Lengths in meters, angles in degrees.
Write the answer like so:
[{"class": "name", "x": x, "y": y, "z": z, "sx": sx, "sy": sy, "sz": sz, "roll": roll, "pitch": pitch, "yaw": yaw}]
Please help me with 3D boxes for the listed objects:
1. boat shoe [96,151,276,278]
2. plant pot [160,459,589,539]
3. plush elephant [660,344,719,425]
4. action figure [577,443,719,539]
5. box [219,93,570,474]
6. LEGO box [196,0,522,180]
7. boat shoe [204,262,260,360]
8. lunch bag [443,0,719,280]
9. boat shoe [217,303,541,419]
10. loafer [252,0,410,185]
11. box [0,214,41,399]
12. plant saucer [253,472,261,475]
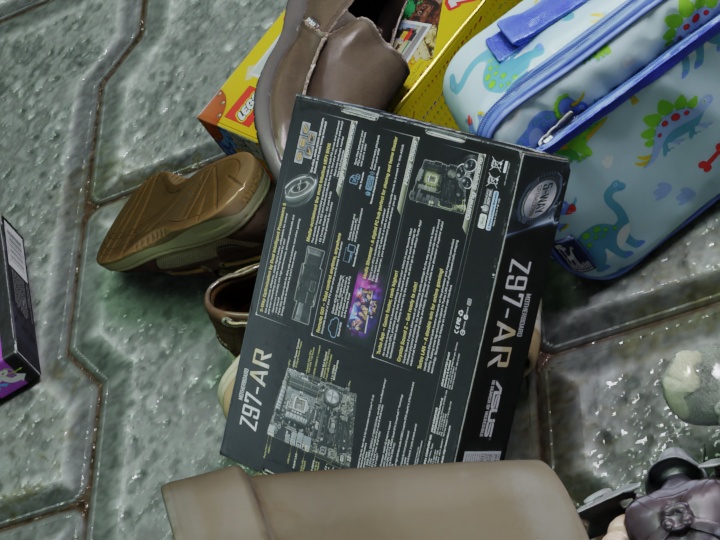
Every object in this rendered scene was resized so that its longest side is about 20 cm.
[{"class": "boat shoe", "x": -0.100, "y": -0.021, "z": 1.230, "sx": 0.199, "sy": 0.072, "sz": 0.073, "roll": -16, "pitch": 42, "yaw": 54}, {"class": "plant pot", "x": 0.019, "y": 0.167, "z": 0.874, "sx": 0.172, "sy": 0.201, "sz": 0.201, "roll": -17, "pitch": 42, "yaw": -8}, {"class": "plush elephant", "x": 0.223, "y": 0.006, "z": 0.866, "sx": 0.165, "sy": 0.155, "sz": 0.200, "roll": -43, "pitch": 43, "yaw": -9}, {"class": "action figure", "x": 0.159, "y": 0.159, "z": 0.900, "sx": 0.129, "sy": 0.069, "sz": 0.201, "roll": -28, "pitch": 39, "yaw": 23}, {"class": "box", "x": 0.014, "y": 0.023, "z": 1.003, "sx": 0.159, "sy": 0.043, "sz": 0.202, "roll": 17, "pitch": 97, "yaw": 41}, {"class": "LEGO box", "x": 0.018, "y": -0.131, "z": 1.231, "sx": 0.148, "sy": 0.077, "sz": 0.201, "roll": 24, "pitch": 71, "yaw": 44}, {"class": "boat shoe", "x": 0.000, "y": 0.005, "z": 1.131, "sx": 0.201, "sy": 0.075, "sz": 0.075, "roll": -23, "pitch": 45, "yaw": 18}, {"class": "lunch bag", "x": 0.153, "y": -0.101, "z": 1.050, "sx": 0.199, "sy": 0.161, "sz": 0.083, "roll": -35, "pitch": 42, "yaw": 4}, {"class": "boat shoe", "x": 0.009, "y": 0.058, "z": 1.082, "sx": 0.199, "sy": 0.074, "sz": 0.070, "roll": -24, "pitch": 41, "yaw": 17}, {"class": "loafer", "x": -0.011, "y": -0.115, "z": 1.125, "sx": 0.070, "sy": 0.073, "sz": 0.201, "roll": -14, "pitch": 48, "yaw": 25}, {"class": "box", "x": -0.314, "y": 0.063, "z": 1.333, "sx": 0.199, "sy": 0.036, "sz": 0.144, "roll": -29, "pitch": 43, "yaw": 10}, {"class": "plant saucer", "x": -0.024, "y": 0.187, "z": 1.023, "sx": 0.199, "sy": 0.035, "sz": 0.202, "roll": -19, "pitch": 46, "yaw": 20}]
